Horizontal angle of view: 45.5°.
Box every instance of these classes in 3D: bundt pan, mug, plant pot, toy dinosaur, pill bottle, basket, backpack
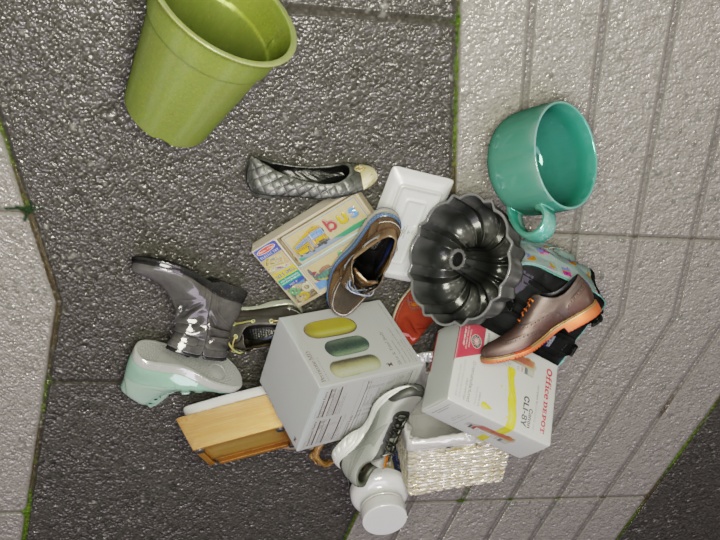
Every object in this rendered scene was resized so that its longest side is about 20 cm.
[{"bbox_3d":[0.169,-0.011,1.306,0.075,0.204,0.203,14,126,-43],"label":"bundt pan"},{"bbox_3d":[0.247,-0.148,1.243,0.113,0.185,0.154,-6,124,50],"label":"mug"},{"bbox_3d":[-0.210,-0.265,1.086,0.197,0.203,0.190,23,133,-24],"label":"plant pot"},{"bbox_3d":[-0.093,0.318,1.610,0.197,0.060,0.108,-25,89,11],"label":"toy dinosaur"},{"bbox_3d":[0.029,0.373,1.570,0.108,0.202,0.113,-5,128,-7],"label":"pill bottle"},{"bbox_3d":[0.156,0.266,1.516,0.193,0.202,0.163,-7,130,-6],"label":"basket"},{"bbox_3d":[0.272,0.039,1.398,0.197,0.155,0.177,18,125,-23],"label":"backpack"}]

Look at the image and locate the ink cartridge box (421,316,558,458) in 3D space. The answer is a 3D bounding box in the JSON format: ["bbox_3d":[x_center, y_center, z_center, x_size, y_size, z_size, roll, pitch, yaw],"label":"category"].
[{"bbox_3d":[0.210,0.187,1.363,0.197,0.148,0.083,27,147,-18],"label":"ink cartridge box"}]

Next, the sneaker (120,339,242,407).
[{"bbox_3d":[-0.307,0.187,1.458,0.197,0.075,0.119,18,129,-25],"label":"sneaker"}]

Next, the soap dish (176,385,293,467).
[{"bbox_3d":[-0.203,0.273,1.498,0.196,0.083,0.158,-15,154,-1],"label":"soap dish"}]

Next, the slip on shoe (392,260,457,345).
[{"bbox_3d":[0.111,0.058,1.442,0.073,0.062,0.202,19,122,-24],"label":"slip on shoe"}]

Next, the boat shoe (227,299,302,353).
[{"bbox_3d":[-0.190,0.101,1.418,0.197,0.061,0.073,-14,127,0],"label":"boat shoe"}]

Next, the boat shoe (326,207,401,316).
[{"bbox_3d":[0.000,0.000,1.316,0.071,0.073,0.202,18,122,-14],"label":"boat shoe"}]

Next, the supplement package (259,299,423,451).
[{"bbox_3d":[-0.034,0.166,1.391,0.197,0.153,0.153,-8,136,-33],"label":"supplement package"}]

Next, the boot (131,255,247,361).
[{"bbox_3d":[-0.278,0.063,1.334,0.197,0.070,0.134,22,87,-22],"label":"boot"}]

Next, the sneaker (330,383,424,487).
[{"bbox_3d":[0.039,0.258,1.357,0.073,0.080,0.201,17,117,-49],"label":"sneaker"}]

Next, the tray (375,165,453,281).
[{"bbox_3d":[0.069,-0.065,1.368,0.105,0.022,0.203,9,124,-18],"label":"tray"}]

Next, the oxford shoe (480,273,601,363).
[{"bbox_3d":[0.261,0.075,1.302,0.197,0.071,0.074,-29,97,1],"label":"oxford shoe"}]

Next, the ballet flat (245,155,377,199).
[{"bbox_3d":[-0.070,-0.139,1.261,0.195,0.067,0.058,-3,122,-9],"label":"ballet flat"}]

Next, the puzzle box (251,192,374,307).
[{"bbox_3d":[-0.056,-0.037,1.349,0.198,0.026,0.134,-30,120,17],"label":"puzzle box"}]
